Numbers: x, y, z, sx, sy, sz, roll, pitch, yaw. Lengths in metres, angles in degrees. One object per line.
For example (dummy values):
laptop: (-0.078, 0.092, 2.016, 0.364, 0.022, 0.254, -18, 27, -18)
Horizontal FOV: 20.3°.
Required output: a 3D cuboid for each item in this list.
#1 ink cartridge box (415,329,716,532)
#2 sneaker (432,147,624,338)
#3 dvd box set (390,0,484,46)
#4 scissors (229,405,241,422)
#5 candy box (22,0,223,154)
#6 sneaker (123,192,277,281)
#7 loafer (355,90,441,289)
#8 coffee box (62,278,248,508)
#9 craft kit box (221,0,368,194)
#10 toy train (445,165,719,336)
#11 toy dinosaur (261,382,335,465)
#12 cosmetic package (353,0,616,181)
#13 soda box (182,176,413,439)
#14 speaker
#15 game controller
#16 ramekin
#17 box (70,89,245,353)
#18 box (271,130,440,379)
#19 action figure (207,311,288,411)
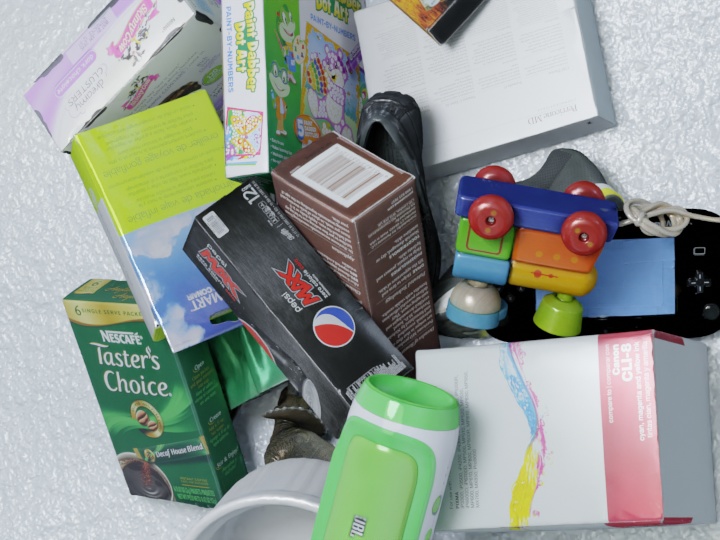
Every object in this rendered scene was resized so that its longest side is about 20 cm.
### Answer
ink cartridge box: (0.158, 0.128, 1.556, 0.199, 0.145, 0.146, -6, 82, 25)
sneaker: (0.127, -0.020, 1.643, 0.200, 0.074, 0.085, -37, 49, 19)
dvd box set: (0.055, -0.297, 1.692, 0.146, 0.029, 0.200, -46, 52, 4)
scissors: (-0.110, 0.099, 1.773, 0.073, 0.014, 0.201, 39, 102, 23)
candy box: (-0.165, -0.166, 1.728, 0.168, 0.200, 0.072, -43, 67, 15)
sneaker: (-0.146, -0.005, 1.768, 0.078, 0.079, 0.201, 38, 100, 27)
loafer: (0.025, -0.046, 1.652, 0.068, 0.070, 0.202, 2, 114, 17)
coffee box: (-0.174, 0.105, 1.720, 0.122, 0.044, 0.201, 4, 119, 38)
craft kit box: (-0.051, -0.160, 1.670, 0.048, 0.200, 0.199, -9, 80, 24)
toy train: (0.164, -0.001, 1.518, 0.198, 0.085, 0.117, 10, 112, 2)
toy dinosaur: (-0.037, 0.181, 1.689, 0.200, 0.077, 0.103, 49, 118, 27)
cosmetic package: (0.102, -0.169, 1.676, 0.199, 0.052, 0.152, -15, 75, 25)
soda box: (-0.051, 0.029, 1.569, 0.063, 0.071, 0.200, -35, 80, -24)
speaker: (0.014, 0.184, 1.501, 0.088, 0.088, 0.201, 20, 103, 28)
game controller: (0.190, 0.003, 1.569, 0.198, 0.042, 0.105, -2, 116, 4)
ramekin: (-0.048, 0.251, 1.634, 0.199, 0.098, 0.202, 5, 113, 12)
box: (-0.143, -0.036, 1.637, 0.121, 0.048, 0.201, -21, 77, -18)
box: (0.000, 0.000, 1.602, 0.075, 0.201, 0.100, -34, 47, -28)
action figure: (-0.121, 0.012, 1.699, 0.118, 0.054, 0.201, -28, 84, 49)
